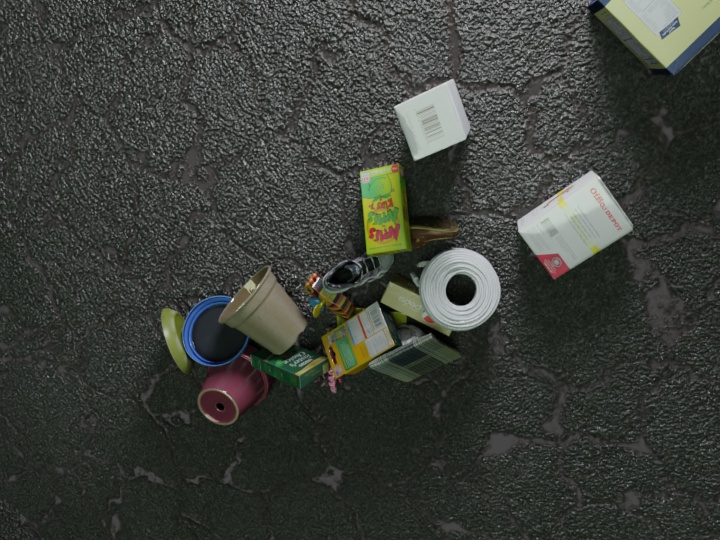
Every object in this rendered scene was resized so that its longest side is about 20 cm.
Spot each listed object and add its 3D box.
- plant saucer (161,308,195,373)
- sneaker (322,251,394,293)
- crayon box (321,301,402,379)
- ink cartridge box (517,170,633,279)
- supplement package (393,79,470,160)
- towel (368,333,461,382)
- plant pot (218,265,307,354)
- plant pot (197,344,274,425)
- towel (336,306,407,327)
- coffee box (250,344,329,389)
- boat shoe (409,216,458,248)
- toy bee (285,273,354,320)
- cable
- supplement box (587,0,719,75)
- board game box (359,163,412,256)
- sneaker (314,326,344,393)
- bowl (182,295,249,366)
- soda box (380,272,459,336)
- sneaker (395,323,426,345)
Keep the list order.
[{"bbox_3d":[-0.523,0.200,1.528,0.031,0.200,0.203,-20,106,-5],"label":"plant saucer"},{"bbox_3d":[0.000,0.000,1.289,0.198,0.140,0.079,-28,88,-5],"label":"sneaker"},{"bbox_3d":[0.001,0.186,1.374,0.199,0.051,0.127,-33,64,23],"label":"crayon box"},{"bbox_3d":[0.477,-0.102,1.174,0.199,0.084,0.146,-36,98,25],"label":"ink cartridge box"},{"bbox_3d":[0.159,-0.324,1.115,0.116,0.200,0.118,-19,105,21],"label":"supplement package"},{"bbox_3d":[0.145,0.228,1.363,0.191,0.035,0.199,-30,145,20],"label":"towel"},{"bbox_3d":[-0.251,0.123,1.423,0.200,0.201,0.183,-37,108,25],"label":"plant pot"},{"bbox_3d":[-0.375,0.339,1.525,0.197,0.179,0.203,6,117,13],"label":"plant pot"},{"bbox_3d":[0.030,0.140,1.434,0.197,0.018,0.087,5,117,13],"label":"towel"},{"bbox_3d":[-0.194,0.254,1.445,0.198,0.122,0.045,14,114,38],"label":"coffee box"},{"bbox_3d":[0.144,-0.091,1.285,0.197,0.072,0.069,3,117,22],"label":"boat shoe"},{"bbox_3d":[-0.109,0.061,1.377,0.197,0.133,0.109,9,152,-1],"label":"toy bee"},{"bbox_3d":[0.241,0.045,1.270,0.197,0.069,0.203,-23,85,1],"label":"cable"},{"bbox_3d":[0.573,-0.507,0.963,0.199,0.134,0.200,42,115,-3],"label":"supplement box"},{"bbox_3d":[0.060,-0.142,1.250,0.100,0.047,0.204,-8,83,22],"label":"board game box"},{"bbox_3d":[-0.103,0.252,1.488,0.094,0.079,0.203,8,112,25],"label":"sneaker"},{"bbox_3d":[-0.407,0.174,1.496,0.197,0.039,0.204,-1,71,4],"label":"bowl"},{"bbox_3d":[0.156,0.086,1.349,0.198,0.064,0.068,26,115,4],"label":"soda box"},{"bbox_3d":[0.098,0.209,1.407,0.198,0.078,0.100,-15,124,32],"label":"sneaker"}]
